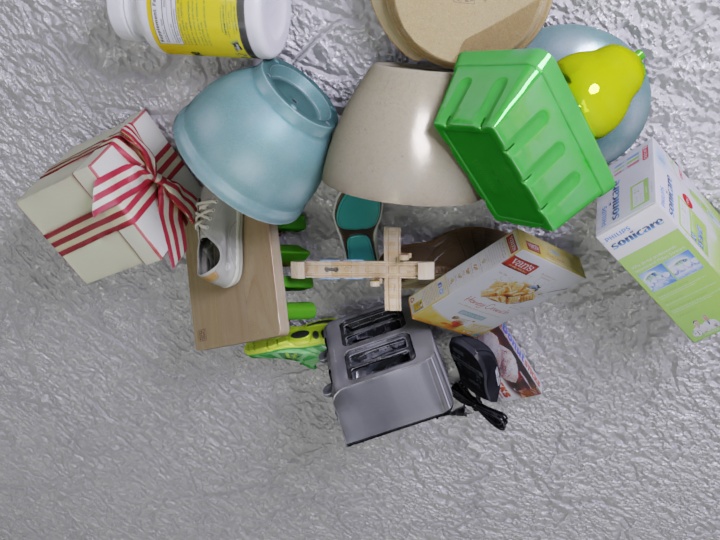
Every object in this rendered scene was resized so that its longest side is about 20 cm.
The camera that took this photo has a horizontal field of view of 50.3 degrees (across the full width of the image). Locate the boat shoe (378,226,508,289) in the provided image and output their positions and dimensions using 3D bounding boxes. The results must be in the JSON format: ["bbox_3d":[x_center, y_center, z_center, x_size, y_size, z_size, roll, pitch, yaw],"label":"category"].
[{"bbox_3d":[0.127,-0.014,1.096,0.199,0.072,0.065,-7,161,14],"label":"boat shoe"}]

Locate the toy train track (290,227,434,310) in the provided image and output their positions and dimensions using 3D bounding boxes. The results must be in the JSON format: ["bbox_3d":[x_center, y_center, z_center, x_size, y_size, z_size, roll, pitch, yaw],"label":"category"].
[{"bbox_3d":[0.000,0.000,1.041,0.199,0.033,0.115,0,97,11],"label":"toy train track"}]

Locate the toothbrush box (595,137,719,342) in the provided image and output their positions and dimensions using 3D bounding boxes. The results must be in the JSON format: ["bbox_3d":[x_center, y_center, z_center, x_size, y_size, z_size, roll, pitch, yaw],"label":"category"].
[{"bbox_3d":[0.380,-0.037,0.929,0.200,0.146,0.086,42,130,-16],"label":"toothbrush box"}]

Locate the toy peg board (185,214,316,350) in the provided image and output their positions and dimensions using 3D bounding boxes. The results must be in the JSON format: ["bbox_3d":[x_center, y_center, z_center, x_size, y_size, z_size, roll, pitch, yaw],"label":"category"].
[{"bbox_3d":[-0.160,0.008,1.146,0.199,0.098,0.201,-14,80,42],"label":"toy peg board"}]

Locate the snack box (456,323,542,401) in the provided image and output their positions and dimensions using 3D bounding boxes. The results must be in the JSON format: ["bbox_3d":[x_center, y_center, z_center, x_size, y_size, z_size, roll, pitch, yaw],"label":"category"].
[{"bbox_3d":[0.212,0.127,1.203,0.072,0.024,0.200,-18,121,32],"label":"snack box"}]

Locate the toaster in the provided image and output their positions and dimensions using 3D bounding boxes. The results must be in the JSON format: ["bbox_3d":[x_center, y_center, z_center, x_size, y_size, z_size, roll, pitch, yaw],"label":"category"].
[{"bbox_3d":[0.043,0.148,1.153,0.199,0.181,0.119,-18,122,4],"label":"toaster"}]

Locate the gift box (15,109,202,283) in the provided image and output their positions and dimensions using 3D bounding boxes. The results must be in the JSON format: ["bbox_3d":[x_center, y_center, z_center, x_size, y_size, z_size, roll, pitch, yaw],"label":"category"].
[{"bbox_3d":[-0.345,-0.093,1.101,0.186,0.200,0.185,-18,126,28],"label":"gift box"}]

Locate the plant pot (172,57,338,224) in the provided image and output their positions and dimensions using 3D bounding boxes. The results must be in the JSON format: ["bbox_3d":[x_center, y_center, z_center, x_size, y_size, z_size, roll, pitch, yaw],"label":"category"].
[{"bbox_3d":[-0.113,-0.178,0.960,0.200,0.201,0.134,38,118,-14],"label":"plant pot"}]

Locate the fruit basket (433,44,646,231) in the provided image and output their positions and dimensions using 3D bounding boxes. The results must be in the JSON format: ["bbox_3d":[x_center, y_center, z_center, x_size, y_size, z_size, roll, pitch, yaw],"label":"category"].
[{"bbox_3d":[0.208,-0.171,0.843,0.155,0.216,0.216,18,143,51],"label":"fruit basket"}]

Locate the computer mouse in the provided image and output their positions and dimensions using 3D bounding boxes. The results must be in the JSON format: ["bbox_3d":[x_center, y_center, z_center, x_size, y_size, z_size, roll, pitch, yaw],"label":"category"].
[{"bbox_3d":[0.170,0.152,1.202,0.140,0.046,0.200,29,152,46],"label":"computer mouse"}]

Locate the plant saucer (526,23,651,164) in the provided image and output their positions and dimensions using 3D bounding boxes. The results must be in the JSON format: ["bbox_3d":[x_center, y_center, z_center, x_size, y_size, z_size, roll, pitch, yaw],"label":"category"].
[{"bbox_3d":[0.243,-0.191,0.919,0.200,0.039,0.202,9,131,11],"label":"plant saucer"}]

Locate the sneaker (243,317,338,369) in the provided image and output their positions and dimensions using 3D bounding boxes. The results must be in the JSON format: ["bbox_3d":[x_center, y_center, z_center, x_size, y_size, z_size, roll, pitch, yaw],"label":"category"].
[{"bbox_3d":[-0.106,0.133,1.284,0.199,0.074,0.084,-5,122,22],"label":"sneaker"}]

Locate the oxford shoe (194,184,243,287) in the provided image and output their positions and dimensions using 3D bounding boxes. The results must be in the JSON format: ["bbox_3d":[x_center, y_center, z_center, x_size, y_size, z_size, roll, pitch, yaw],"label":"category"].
[{"bbox_3d":[-0.206,-0.076,1.086,0.058,0.201,0.075,3,170,-43],"label":"oxford shoe"}]

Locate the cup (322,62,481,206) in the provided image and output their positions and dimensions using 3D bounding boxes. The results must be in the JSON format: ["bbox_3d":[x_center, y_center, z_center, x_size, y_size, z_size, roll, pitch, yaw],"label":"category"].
[{"bbox_3d":[0.059,-0.171,0.918,0.199,0.200,0.144,10,109,11],"label":"cup"}]

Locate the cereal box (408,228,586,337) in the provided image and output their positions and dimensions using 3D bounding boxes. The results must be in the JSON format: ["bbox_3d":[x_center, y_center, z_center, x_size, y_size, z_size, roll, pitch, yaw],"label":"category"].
[{"bbox_3d":[0.184,0.024,1.044,0.144,0.040,0.200,18,141,-38],"label":"cereal box"}]

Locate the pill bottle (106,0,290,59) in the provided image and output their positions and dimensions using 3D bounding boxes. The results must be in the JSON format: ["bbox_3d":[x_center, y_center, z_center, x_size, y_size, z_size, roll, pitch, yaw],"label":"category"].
[{"bbox_3d":[-0.193,-0.315,0.916,0.199,0.113,0.113,7,130,14],"label":"pill bottle"}]

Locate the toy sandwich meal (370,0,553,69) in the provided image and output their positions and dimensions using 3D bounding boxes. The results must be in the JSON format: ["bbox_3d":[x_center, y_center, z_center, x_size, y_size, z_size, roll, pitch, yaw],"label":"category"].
[{"bbox_3d":[0.114,-0.313,0.848,0.204,0.070,0.206,7,126,9],"label":"toy sandwich meal"}]

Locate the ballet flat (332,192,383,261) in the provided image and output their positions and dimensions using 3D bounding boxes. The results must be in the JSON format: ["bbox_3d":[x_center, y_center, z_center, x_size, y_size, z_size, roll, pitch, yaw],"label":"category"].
[{"bbox_3d":[-0.003,-0.073,1.071,0.069,0.070,0.200,10,142,11],"label":"ballet flat"}]
